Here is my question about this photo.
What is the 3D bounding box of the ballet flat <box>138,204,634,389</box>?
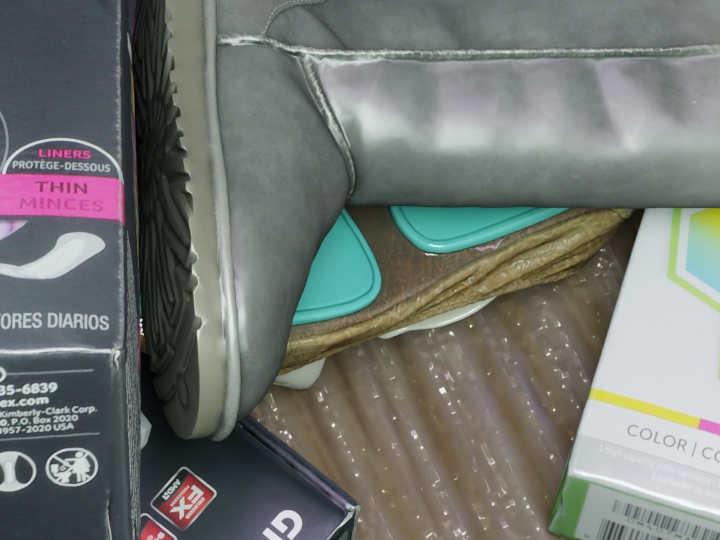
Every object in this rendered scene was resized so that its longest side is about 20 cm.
[{"bbox_3d":[0.000,0.000,0.831,0.199,0.073,0.068,-19,57,-21],"label":"ballet flat"}]

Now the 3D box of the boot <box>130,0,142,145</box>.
[{"bbox_3d":[-0.095,-0.084,0.842,0.168,0.077,0.200,45,44,18],"label":"boot"}]

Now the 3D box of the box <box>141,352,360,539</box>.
[{"bbox_3d":[-0.122,0.104,0.790,0.159,0.046,0.200,37,68,13],"label":"box"}]

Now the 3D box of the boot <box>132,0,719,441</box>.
[{"bbox_3d":[0.034,-0.029,0.780,0.198,0.073,0.183,6,62,-16],"label":"boot"}]

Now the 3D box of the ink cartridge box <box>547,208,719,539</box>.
[{"bbox_3d":[0.140,0.005,0.848,0.103,0.059,0.201,18,64,5],"label":"ink cartridge box"}]

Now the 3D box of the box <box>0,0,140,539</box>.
[{"bbox_3d":[-0.121,-0.005,0.697,0.121,0.107,0.201,-2,40,-5],"label":"box"}]
